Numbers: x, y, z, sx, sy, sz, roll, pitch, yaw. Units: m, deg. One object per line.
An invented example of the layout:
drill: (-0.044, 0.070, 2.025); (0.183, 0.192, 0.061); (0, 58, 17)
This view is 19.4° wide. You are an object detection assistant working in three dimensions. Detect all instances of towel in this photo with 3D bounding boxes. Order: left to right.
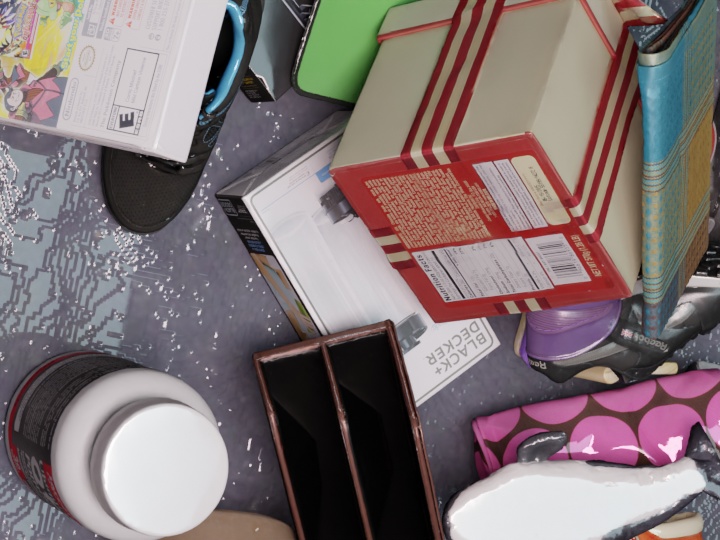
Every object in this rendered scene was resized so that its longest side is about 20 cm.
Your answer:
towel: (0.208, -0.074, 1.396); (0.147, 0.022, 0.201); (-48, 141, -55)

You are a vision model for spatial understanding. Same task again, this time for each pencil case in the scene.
pencil case: (0.184, 0.132, 1.539); (0.199, 0.091, 0.094); (-12, 77, 3)

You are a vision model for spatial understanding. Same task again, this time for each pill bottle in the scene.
pill bottle: (-0.154, 0.114, 1.360); (0.110, 0.200, 0.111); (-1, 93, -23)

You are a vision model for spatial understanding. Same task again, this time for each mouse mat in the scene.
mouse mat: (0.047, -0.184, 1.491); (0.200, 0.008, 0.162); (10, 103, -42)

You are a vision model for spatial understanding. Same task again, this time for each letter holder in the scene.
letter holder: (0.002, 0.162, 1.422); (0.100, 0.142, 0.201); (-14, 120, -3)

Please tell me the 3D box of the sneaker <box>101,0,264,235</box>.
sneaker: (-0.123, -0.109, 1.398); (0.073, 0.082, 0.201); (19, 111, -10)

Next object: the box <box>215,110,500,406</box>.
box: (0.000, 0.000, 1.498); (0.116, 0.060, 0.200); (-34, 106, -18)

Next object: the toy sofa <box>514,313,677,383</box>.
toy sofa: (0.177, -0.020, 1.563); (0.097, 0.083, 0.201); (0, 93, -25)

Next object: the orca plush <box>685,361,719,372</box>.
orca plush: (0.318, 0.142, 1.654); (0.199, 0.071, 0.105); (21, 41, -28)

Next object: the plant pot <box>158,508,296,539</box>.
plant pot: (-0.106, 0.255, 1.416); (0.199, 0.200, 0.175); (10, 71, -24)

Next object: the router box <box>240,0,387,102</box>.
router box: (-0.045, -0.239, 1.467); (0.200, 0.052, 0.157); (-43, 108, -16)

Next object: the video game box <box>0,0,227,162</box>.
video game box: (-0.169, -0.182, 1.354); (0.047, 0.182, 0.201); (20, 84, -62)

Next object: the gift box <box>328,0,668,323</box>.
gift box: (0.119, -0.088, 1.424); (0.185, 0.199, 0.187); (58, 38, -38)

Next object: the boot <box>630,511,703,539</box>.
boot: (0.168, 0.226, 1.488); (0.199, 0.075, 0.108); (-7, 93, -31)

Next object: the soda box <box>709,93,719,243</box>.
soda box: (0.306, -0.081, 1.622); (0.063, 0.071, 0.201); (16, 87, -25)

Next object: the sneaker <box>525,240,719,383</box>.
sneaker: (0.207, 0.033, 1.507); (0.199, 0.076, 0.088); (-5, 112, -18)

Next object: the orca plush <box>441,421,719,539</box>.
orca plush: (0.149, 0.152, 1.471); (0.199, 0.071, 0.106); (-26, 96, -8)
